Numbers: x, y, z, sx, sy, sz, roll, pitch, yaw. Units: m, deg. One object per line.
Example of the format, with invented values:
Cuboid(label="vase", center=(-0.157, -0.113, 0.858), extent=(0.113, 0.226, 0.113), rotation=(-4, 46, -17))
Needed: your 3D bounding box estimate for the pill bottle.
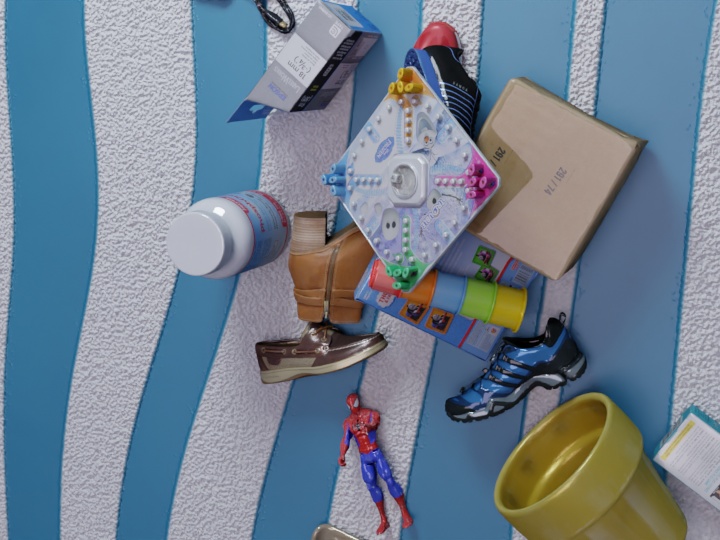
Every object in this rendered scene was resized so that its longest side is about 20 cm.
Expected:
Cuboid(label="pill bottle", center=(-0.178, -0.048, 1.468), extent=(0.108, 0.200, 0.110), rotation=(3, 99, 17))

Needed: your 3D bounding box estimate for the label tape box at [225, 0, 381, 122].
Cuboid(label="label tape box", center=(-0.071, -0.255, 1.432), extent=(0.063, 0.144, 0.200), rotation=(42, 109, 6))

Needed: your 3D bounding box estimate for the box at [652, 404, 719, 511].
Cuboid(label="box", center=(0.476, 0.265, 1.375), extent=(0.200, 0.049, 0.083), rotation=(38, 108, 10))

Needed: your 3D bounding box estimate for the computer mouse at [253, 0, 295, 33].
Cuboid(label="computer mouse", center=(-0.176, -0.387, 1.506), extent=(0.199, 0.034, 0.059), rotation=(30, 105, 12))

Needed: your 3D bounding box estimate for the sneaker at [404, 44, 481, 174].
Cuboid(label="sneaker", center=(0.118, -0.188, 1.342), extent=(0.077, 0.070, 0.201), rotation=(-10, 77, -22))

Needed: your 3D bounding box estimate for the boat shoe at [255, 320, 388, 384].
Cuboid(label="boat shoe", center=(-0.059, 0.105, 1.522), extent=(0.199, 0.072, 0.072), rotation=(-14, 95, 26))

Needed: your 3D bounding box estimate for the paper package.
Cuboid(label="paper package", center=(0.227, -0.118, 1.374), extent=(0.190, 0.103, 0.201), rotation=(31, 107, 13))

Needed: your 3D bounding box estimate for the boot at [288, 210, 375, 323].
Cuboid(label="boot", center=(0.000, 0.000, 1.492), extent=(0.199, 0.074, 0.156), rotation=(4, 109, 13))

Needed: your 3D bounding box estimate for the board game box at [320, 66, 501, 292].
Cuboid(label="board game box", center=(0.053, -0.109, 1.323), extent=(0.200, 0.026, 0.201), rotation=(-51, 60, 32))

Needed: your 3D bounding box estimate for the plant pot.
Cuboid(label="plant pot", center=(0.302, 0.289, 1.372), extent=(0.189, 0.201, 0.201), rotation=(44, 109, -9))

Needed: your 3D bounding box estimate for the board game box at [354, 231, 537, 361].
Cuboid(label="board game box", center=(0.113, 0.011, 1.430), extent=(0.199, 0.037, 0.152), rotation=(25, 106, -11))

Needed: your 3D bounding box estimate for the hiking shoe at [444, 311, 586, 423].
Cuboid(label="hiking shoe", center=(0.194, 0.130, 1.437), extent=(0.199, 0.074, 0.087), rotation=(-26, 97, 9))

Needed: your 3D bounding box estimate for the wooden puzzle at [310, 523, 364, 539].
Cuboid(label="wooden puzzle", center=(0.000, 0.487, 1.569), extent=(0.199, 0.046, 0.186), rotation=(19, 103, 15))

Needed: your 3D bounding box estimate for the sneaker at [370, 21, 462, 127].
Cuboid(label="sneaker", center=(0.073, -0.223, 1.403), extent=(0.078, 0.115, 0.201), rotation=(16, 103, 15))

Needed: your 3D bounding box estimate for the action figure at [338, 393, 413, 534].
Cuboid(label="action figure", center=(0.011, 0.271, 1.510), extent=(0.065, 0.099, 0.201), rotation=(-18, 90, 19))

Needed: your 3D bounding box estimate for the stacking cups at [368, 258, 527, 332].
Cuboid(label="stacking cups", center=(0.109, 0.031, 1.389), extent=(0.199, 0.061, 0.061), rotation=(11, 102, -3))
